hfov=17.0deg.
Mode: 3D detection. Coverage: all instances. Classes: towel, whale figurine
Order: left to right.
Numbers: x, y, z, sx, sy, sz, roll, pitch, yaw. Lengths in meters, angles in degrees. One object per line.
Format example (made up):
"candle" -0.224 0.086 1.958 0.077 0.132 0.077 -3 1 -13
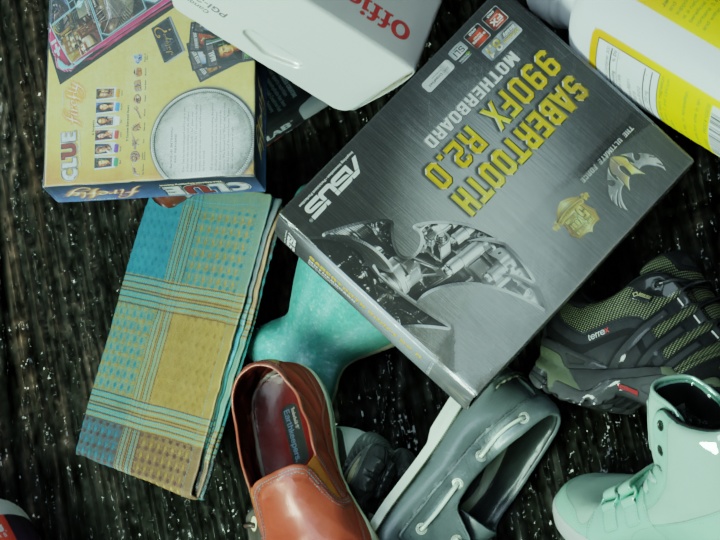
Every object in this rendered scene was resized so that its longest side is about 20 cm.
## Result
"towel" -0.118 0.040 1.578 0.147 0.022 0.201 14 88 51
"whale figurine" 0.000 0.000 1.501 0.200 0.104 0.159 -47 63 14

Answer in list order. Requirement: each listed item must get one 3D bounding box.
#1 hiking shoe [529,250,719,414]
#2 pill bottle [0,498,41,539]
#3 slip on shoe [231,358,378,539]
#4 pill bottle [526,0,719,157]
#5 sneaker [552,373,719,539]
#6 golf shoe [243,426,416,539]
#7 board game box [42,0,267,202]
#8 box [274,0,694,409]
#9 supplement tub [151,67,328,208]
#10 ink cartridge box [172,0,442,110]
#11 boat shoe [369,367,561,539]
"hiking shoe" 0.194 0.038 1.409 0.200 0.076 0.101 6 86 29
"pill bottle" -0.245 0.229 1.574 0.112 0.112 0.200 -40 65 15
"slip on shoe" -0.037 0.141 1.438 0.074 0.061 0.200 -26 60 20
"pill bottle" 0.196 -0.139 1.429 0.200 0.104 0.104 35 96 28
"sneaker" 0.174 0.107 1.359 0.200 0.074 0.118 5 117 54
"golf shoe" -0.036 0.191 1.505 0.094 0.078 0.200 22 83 40
"board game box" -0.126 -0.145 1.493 0.135 0.035 0.201 -2 74 10
"box" 0.072 -0.043 1.419 0.158 0.048 0.200 43 76 7
"supplement tub" -0.073 -0.134 1.553 0.200 0.107 0.107 -33 66 1
"ink cartridge box" -0.011 -0.221 1.466 0.083 0.146 0.200 -25 40 56
"boat shoe" 0.055 0.153 1.460 0.062 0.073 0.200 28 88 33
